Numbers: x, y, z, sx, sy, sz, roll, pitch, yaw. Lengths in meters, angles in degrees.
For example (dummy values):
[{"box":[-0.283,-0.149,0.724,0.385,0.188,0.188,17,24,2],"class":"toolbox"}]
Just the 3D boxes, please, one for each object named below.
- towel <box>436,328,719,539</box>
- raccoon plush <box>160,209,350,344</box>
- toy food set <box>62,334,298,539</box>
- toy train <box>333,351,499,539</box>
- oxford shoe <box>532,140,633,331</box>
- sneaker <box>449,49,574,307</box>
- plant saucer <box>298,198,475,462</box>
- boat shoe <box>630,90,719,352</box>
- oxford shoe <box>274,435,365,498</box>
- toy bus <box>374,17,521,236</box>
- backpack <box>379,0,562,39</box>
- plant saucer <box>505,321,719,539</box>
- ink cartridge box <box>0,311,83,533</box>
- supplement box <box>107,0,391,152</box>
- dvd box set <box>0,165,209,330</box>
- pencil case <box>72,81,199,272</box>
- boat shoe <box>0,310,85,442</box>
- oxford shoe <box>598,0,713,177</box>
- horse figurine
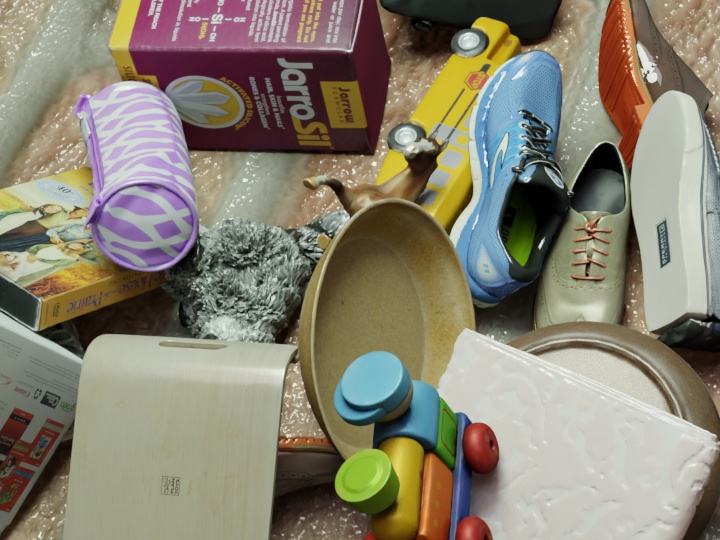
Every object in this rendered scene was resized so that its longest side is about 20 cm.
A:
[{"box":[0.115,0.163,1.186,0.191,0.032,0.200,25,97,25],"class":"towel"},{"box":[-0.054,0.028,1.340,0.200,0.097,0.134,-26,62,-10],"class":"raccoon plush"},{"box":[-0.120,0.145,1.219,0.143,0.060,0.201,4,84,13],"class":"toy food set"},{"box":[0.023,0.156,1.109,0.084,0.116,0.200,-13,48,24],"class":"toy train"},{"box":[0.164,-0.006,1.331,0.070,0.075,0.200,4,56,9],"class":"oxford shoe"},{"box":[0.127,-0.071,1.343,0.089,0.078,0.200,-14,61,56],"class":"sneaker"},{"box":[0.013,0.051,1.254,0.035,0.200,0.200,-2,51,35],"class":"plant saucer"},{"box":[0.256,-0.030,1.318,0.093,0.075,0.200,13,66,-24],"class":"boat shoe"},{"box":[-0.092,0.160,1.272,0.200,0.071,0.073,-10,79,1],"class":"oxford shoe"},{"box":[0.079,-0.106,1.424,0.078,0.065,0.200,21,60,23],"class":"toy bus"},{"box":[0.080,-0.304,1.525,0.163,0.154,0.200,9,33,-21],"class":"backpack"},{"box":[0.148,0.123,1.237,0.200,0.034,0.201,-6,66,13],"class":"plant saucer"},{"box":[-0.293,0.104,1.224,0.084,0.200,0.176,29,85,25],"class":"ink cartridge box"},{"box":[-0.086,-0.173,1.462,0.200,0.131,0.103,2,55,12],"class":"supplement box"},{"box":[-0.222,-0.022,1.370,0.146,0.029,0.200,30,30,27],"class":"dvd box set"},{"box":[-0.171,-0.077,1.365,0.084,0.085,0.200,-57,25,18],"class":"pencil case"},{"box":[-0.256,0.045,1.371,0.074,0.065,0.202,-23,54,-7],"class":"boat shoe"},{"box":[0.236,-0.143,1.434,0.072,0.071,0.200,0,59,-11],"class":"oxford shoe"},{"box":[0.000,0.000,1.313,0.050,0.200,0.132,16,18,31],"class":"horse figurine"}]
